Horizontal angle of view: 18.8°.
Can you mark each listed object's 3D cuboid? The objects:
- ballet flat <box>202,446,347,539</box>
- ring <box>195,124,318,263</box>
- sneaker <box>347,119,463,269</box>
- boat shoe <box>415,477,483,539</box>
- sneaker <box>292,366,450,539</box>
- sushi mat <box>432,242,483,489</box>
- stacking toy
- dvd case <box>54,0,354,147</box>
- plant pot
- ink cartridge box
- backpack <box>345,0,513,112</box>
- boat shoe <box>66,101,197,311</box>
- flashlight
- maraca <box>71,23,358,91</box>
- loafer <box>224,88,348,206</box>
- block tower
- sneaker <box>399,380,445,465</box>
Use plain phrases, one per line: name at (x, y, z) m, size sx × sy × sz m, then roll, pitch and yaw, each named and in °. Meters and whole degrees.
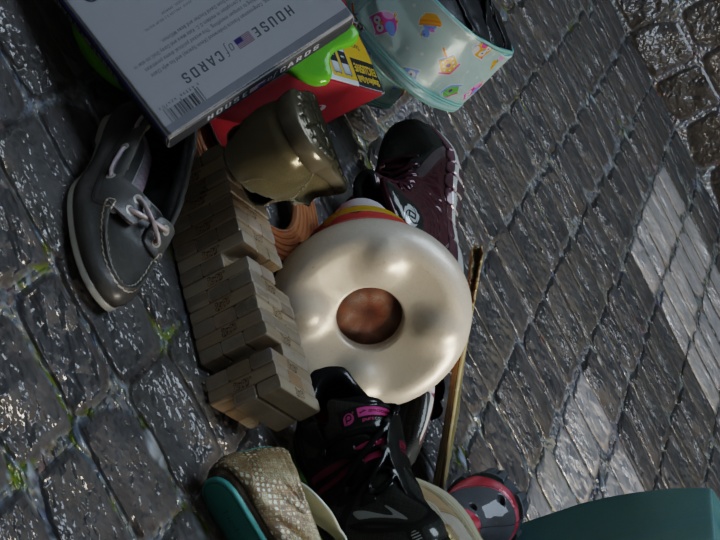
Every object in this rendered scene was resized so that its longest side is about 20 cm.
ballet flat at (-0.024, 0.195, 1.339) m, size 0.065 × 0.070 × 0.200 m, roll -30°, pitch 96°, yaw -35°
ring at (-0.089, -0.087, 1.629) m, size 0.200 × 0.019 × 0.201 m, roll 53°, pitch 22°, yaw -32°
sneaker at (0.032, -0.072, 1.832) m, size 0.116 × 0.076 × 0.200 m, roll 42°, pitch 29°, yaw -43°
boat shoe at (0.040, 0.191, 1.450) m, size 0.069 × 0.074 × 0.200 m, roll 13°, pitch 14°, yaw -41°
sneaker at (-0.001, 0.128, 1.418) m, size 0.200 × 0.077 × 0.084 m, roll -132°, pitch -145°, yaw -55°
sushi mat at (0.074, 0.079, 1.661) m, size 0.200 × 0.012 × 0.096 m, roll 95°, pitch 7°, yaw -48°
stacking toy at (0.000, 0.000, 1.605) m, size 0.146 × 0.146 × 0.200 m, roll 57°, pitch 9°, yaw -22°
dvd case at (-0.123, -0.198, 1.418) m, size 0.200 × 0.150 × 0.025 m, roll 52°, pitch -14°, yaw 11°
plant pot at (0.203, 0.261, 1.682) m, size 0.141 × 0.200 × 0.141 m, roll 57°, pitch 20°, yaw -20°
ink cartridge box at (-0.063, -0.162, 1.638) m, size 0.176 × 0.084 × 0.200 m, roll 67°, pitch 17°, yaw 8°
backpack at (0.032, -0.224, 1.905) m, size 0.200 × 0.153 × 0.176 m, roll 43°, pitch 12°, yaw 16°
boat shoe at (-0.141, -0.053, 1.379) m, size 0.067 × 0.057 × 0.200 m, roll 54°, pitch 21°, yaw -29°
flashlight at (0.075, 0.196, 1.621) m, size 0.068 × 0.068 × 0.200 m, roll 51°, pitch 15°, yaw 5°
maraca at (-0.100, -0.179, 1.489) m, size 0.107 × 0.200 × 0.137 m, roll 148°, pitch -63°, yaw -71°
loafer at (-0.054, -0.082, 1.481) m, size 0.200 × 0.067 × 0.076 m, roll 51°, pitch 19°, yaw -82°
block tower at (-0.084, 0.010, 1.458) m, size 0.058 × 0.054 × 0.200 m, roll 39°, pitch 30°, yaw -54°
sneaker at (0.037, 0.097, 1.650) m, size 0.200 × 0.076 × 0.116 m, roll -94°, pitch 157°, yaw -45°
